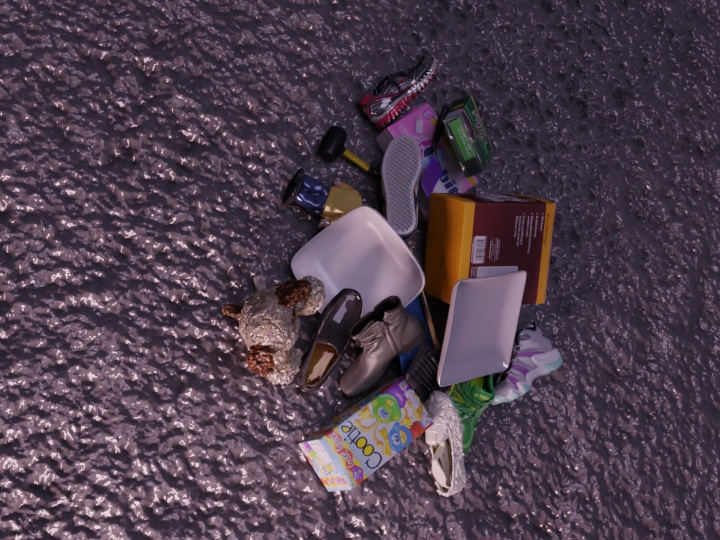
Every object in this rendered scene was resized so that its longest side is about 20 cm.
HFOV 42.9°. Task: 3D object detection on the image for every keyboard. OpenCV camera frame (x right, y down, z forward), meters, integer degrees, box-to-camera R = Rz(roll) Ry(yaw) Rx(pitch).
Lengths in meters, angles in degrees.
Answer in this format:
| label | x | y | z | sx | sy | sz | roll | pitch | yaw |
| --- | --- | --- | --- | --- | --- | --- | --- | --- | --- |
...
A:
| label | x | y | z | sx | sy | sz | roll | pitch | yaw |
| --- | --- | --- | --- | --- | --- | --- | --- | --- | --- |
| keyboard | 0.140 | 0.173 | 1.665 | 0.021 | 0.200 | 0.127 | 23 | 76 | 26 |

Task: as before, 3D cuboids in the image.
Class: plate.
| label | x | y | z | sx | sy | sz | roll | pitch | yaw |
| --- | --- | --- | --- | --- | --- | --- | --- | --- | --- |
| plate | 0.214 | 0.099 | 1.654 | 0.200 | 0.032 | 0.200 | -7 | 111 | -43 |

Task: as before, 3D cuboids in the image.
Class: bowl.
| label | x | y | z | sx | sy | sz | roll | pitch | yaw |
| --- | --- | --- | --- | --- | --- | --- | --- | --- | --- |
| bowl | 0.000 | 0.000 | 1.661 | 0.200 | 0.075 | 0.200 | -36 | 94 | 12 |

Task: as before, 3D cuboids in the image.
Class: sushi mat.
| label | x | y | z | sx | sy | sz | roll | pitch | yaw |
| --- | --- | --- | --- | --- | --- | --- | --- | --- | --- |
| sushi mat | 0.119 | 0.054 | 1.732 | 0.012 | 0.096 | 0.201 | -16 | 84 | 5 |

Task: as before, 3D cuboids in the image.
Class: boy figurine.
| label | x | y | z | sx | sy | sz | roll | pitch | yaw |
| --- | --- | --- | --- | --- | --- | --- | --- | --- | --- |
| boy figurine | -0.042 | -0.119 | 1.713 | 0.200 | 0.064 | 0.125 | 26 | 49 | -20 |

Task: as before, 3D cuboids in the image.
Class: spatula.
| label | x | y | z | sx | sy | sz | roll | pitch | yaw |
| --- | --- | --- | --- | --- | --- | --- | --- | --- | --- |
| spatula | 0.148 | -0.239 | 1.769 | 0.057 | 0.021 | 0.200 | 49 | 46 | -52 |

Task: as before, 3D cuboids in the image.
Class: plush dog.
| label | x | y | z | sx | sy | sz | roll | pitch | yaw |
| --- | --- | --- | --- | --- | --- | --- | --- | --- | --- |
| plush dog | -0.152 | 0.086 | 1.543 | 0.160 | 0.172 | 0.200 | 21 | 85 | -9 |

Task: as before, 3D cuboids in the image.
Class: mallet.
| label | x | y | z | sx | sy | sz | roll | pitch | yaw |
| --- | --- | --- | --- | --- | --- | --- | --- | --- | --- |
| mallet | 0.004 | -0.194 | 1.771 | 0.200 | 0.041 | 0.066 | 40 | 63 | -15 |

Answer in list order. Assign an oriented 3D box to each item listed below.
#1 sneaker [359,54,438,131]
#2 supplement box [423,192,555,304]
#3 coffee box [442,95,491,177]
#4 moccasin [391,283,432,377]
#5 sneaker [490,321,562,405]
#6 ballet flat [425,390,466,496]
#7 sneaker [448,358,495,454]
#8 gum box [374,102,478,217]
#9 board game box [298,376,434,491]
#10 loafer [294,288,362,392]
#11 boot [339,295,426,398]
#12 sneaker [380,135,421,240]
| label | x | y | z | sx | sy | sz | roll | pitch | yaw |
| --- | --- | --- | --- | --- | --- | --- | --- | --- | --- |
| sneaker | 0.082 | -0.369 | 1.823 | 0.075 | 0.081 | 0.200 | 45 | 64 | -6 |
| supplement box | 0.244 | -0.043 | 1.749 | 0.200 | 0.133 | 0.198 | -1 | 102 | -25 |
| coffee box | 0.212 | -0.267 | 1.796 | 0.123 | 0.044 | 0.200 | 66 | 19 | -13 |
| moccasin | 0.090 | 0.120 | 1.712 | 0.080 | 0.068 | 0.201 | 4 | 72 | -22 |
| sneaker | 0.294 | 0.168 | 1.794 | 0.200 | 0.078 | 0.140 | -29 | 89 | -37 |
| ballet flat | 0.151 | 0.319 | 1.657 | 0.072 | 0.072 | 0.201 | -19 | 104 | -27 |
| sneaker | 0.203 | 0.246 | 1.723 | 0.074 | 0.084 | 0.200 | 23 | 70 | -18 |
| gum box | 0.128 | -0.223 | 1.814 | 0.113 | 0.066 | 0.200 | -34 | 92 | -26 |
| board game box | 0.011 | 0.287 | 1.614 | 0.200 | 0.105 | 0.103 | -33 | 91 | -28 |
| loafer | -0.050 | 0.126 | 1.606 | 0.073 | 0.072 | 0.200 | 24 | 91 | -10 |
| boot | 0.014 | 0.130 | 1.611 | 0.200 | 0.068 | 0.131 | -43 | 139 | 6 |
| sneaker | 0.075 | -0.153 | 1.739 | 0.078 | 0.079 | 0.201 | 4 | 75 | 3 |
